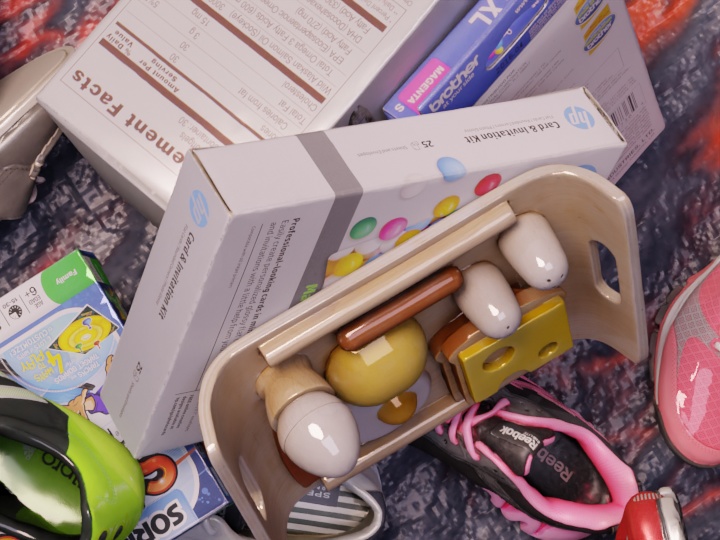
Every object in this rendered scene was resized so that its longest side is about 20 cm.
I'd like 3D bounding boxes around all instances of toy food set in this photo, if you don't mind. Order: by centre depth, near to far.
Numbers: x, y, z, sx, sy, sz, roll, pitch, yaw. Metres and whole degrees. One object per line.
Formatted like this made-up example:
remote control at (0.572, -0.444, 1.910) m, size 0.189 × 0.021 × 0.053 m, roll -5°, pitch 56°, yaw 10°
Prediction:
toy food set at (0.033, 0.051, 0.828) m, size 0.199 × 0.144 × 0.061 m, roll -30°, pitch 58°, yaw -6°

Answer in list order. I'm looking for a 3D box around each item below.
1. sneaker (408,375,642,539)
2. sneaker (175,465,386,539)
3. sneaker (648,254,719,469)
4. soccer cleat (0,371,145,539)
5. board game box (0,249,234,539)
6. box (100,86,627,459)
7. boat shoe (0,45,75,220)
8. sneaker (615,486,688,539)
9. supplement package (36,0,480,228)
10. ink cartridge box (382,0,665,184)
sneaker at (0.056, 0.069, 0.938) m, size 0.200 × 0.095 × 0.079 m, roll 31°, pitch 88°, yaw -11°
sneaker at (-0.082, 0.098, 0.918) m, size 0.199 × 0.071 × 0.073 m, roll 3°, pitch 92°, yaw -13°
sneaker at (0.212, 0.008, 0.973) m, size 0.074 × 0.087 × 0.201 m, roll 30°, pitch 86°, yaw -11°
soccer cleat at (-0.185, 0.062, 0.819) m, size 0.199 × 0.081 × 0.068 m, roll 25°, pitch 99°, yaw 6°
board game box at (-0.174, 0.100, 0.879) m, size 0.200 × 0.034 × 0.136 m, roll -33°, pitch 84°, yaw 3°
box at (0.000, 0.000, 0.827) m, size 0.199 × 0.156 × 0.041 m, roll -13°, pitch 55°, yaw -34°
boat shoe at (-0.194, -0.021, 0.896) m, size 0.200 × 0.067 × 0.057 m, roll -43°, pitch 116°, yaw -3°
sneaker at (0.112, 0.188, 0.930) m, size 0.084 × 0.077 × 0.201 m, roll 5°, pitch 126°, yaw -6°
supplement package at (-0.030, -0.100, 0.881) m, size 0.117 × 0.117 × 0.200 m, roll 39°, pitch 84°, yaw 15°
ink cartridge box at (0.078, -0.078, 0.895) m, size 0.042 × 0.200 × 0.119 m, roll 38°, pitch 82°, yaw 26°
